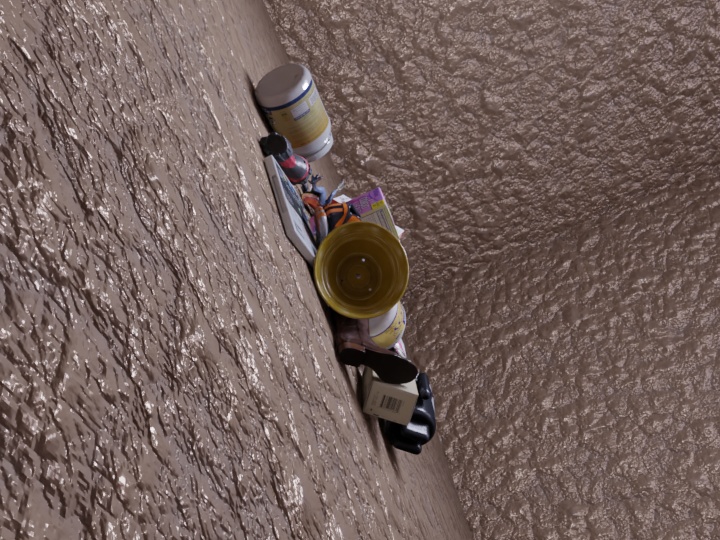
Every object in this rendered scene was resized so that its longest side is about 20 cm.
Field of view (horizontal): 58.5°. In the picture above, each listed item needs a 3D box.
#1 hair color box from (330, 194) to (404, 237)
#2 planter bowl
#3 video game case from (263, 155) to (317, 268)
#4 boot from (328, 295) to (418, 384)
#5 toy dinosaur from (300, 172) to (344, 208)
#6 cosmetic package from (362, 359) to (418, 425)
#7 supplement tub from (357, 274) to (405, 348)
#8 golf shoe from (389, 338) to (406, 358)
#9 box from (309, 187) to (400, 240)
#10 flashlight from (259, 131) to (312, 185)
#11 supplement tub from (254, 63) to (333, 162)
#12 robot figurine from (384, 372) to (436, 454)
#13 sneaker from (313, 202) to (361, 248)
[{"bbox_3d":[0.011,-0.122,1.705,0.198,0.065,0.111,32,17,5],"label":"hair color box"},{"bbox_3d":[-0.001,0.006,1.350,0.084,0.197,0.204,115,-46,-77],"label":"planter bowl"},{"bbox_3d":[-0.135,-0.111,1.323,0.200,0.023,0.185,58,12,-65],"label":"video game case"},{"bbox_3d":[0.023,0.137,1.340,0.184,0.065,0.201,24,22,-20],"label":"boot"},{"bbox_3d":[-0.125,-0.180,1.681,0.183,0.103,0.202,78,31,-46],"label":"toy dinosaur"},{"bbox_3d":[0.060,0.245,1.377,0.200,0.101,0.074,-93,-159,-77],"label":"cosmetic package"},{"bbox_3d":[0.030,0.105,1.510,0.200,0.143,0.148,57,12,-67],"label":"supplement tub"},{"bbox_3d":[0.065,0.172,1.640,0.092,0.072,0.204,26,43,-61],"label":"golf shoe"},{"bbox_3d":[-0.019,-0.100,1.549,0.176,0.197,0.098,-98,165,-70],"label":"box"},{"bbox_3d":[-0.155,-0.241,1.398,0.069,0.067,0.200,63,2,9],"label":"flashlight"},{"bbox_3d":[-0.155,-0.375,1.552,0.146,0.142,0.202,-108,174,-45],"label":"supplement tub"},{"bbox_3d":[0.116,0.330,1.504,0.126,0.148,0.201,57,17,-28],"label":"robot figurine"},{"bbox_3d":[-0.040,-0.061,1.405,0.202,0.110,0.078,93,-22,-45],"label":"sneaker"}]
